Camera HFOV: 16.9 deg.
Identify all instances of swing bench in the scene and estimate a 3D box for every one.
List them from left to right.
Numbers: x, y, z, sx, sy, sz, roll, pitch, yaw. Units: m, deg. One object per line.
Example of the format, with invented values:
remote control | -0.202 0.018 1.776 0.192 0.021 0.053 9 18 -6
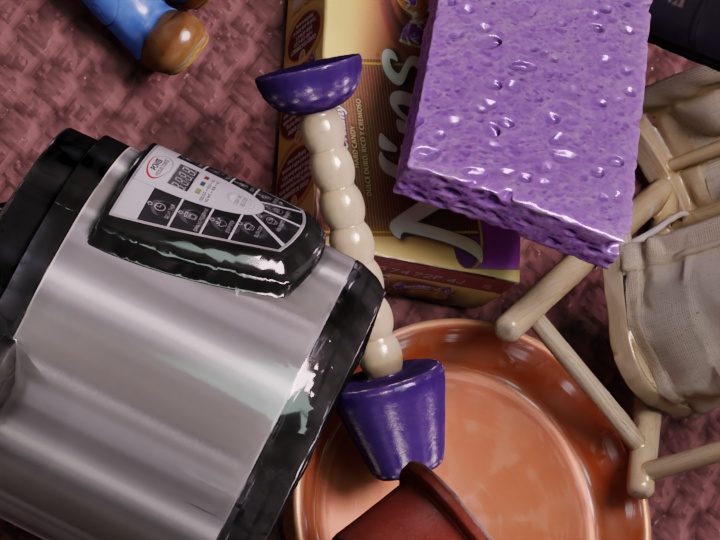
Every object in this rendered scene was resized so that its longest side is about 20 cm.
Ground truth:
swing bench | 0.204 -0.017 1.200 0.130 0.199 0.200 50 44 -23

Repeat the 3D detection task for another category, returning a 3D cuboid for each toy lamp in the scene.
toy lamp | 0.000 0.000 1.141 0.058 0.058 0.200 -17 100 -30

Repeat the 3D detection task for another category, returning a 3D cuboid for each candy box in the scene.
candy box | 0.021 -0.089 1.234 0.117 0.056 0.200 11 69 -23

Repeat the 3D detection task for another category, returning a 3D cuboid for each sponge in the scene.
sponge | 0.084 -0.100 1.179 0.111 0.030 0.200 18 52 -9

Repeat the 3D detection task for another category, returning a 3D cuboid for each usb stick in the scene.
usb stick | 0.166 -0.139 1.244 0.033 0.200 0.056 14 100 -25

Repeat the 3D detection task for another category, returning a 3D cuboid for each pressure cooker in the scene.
pressure cooker | -0.110 0.037 1.051 0.200 0.176 0.179 26 66 0

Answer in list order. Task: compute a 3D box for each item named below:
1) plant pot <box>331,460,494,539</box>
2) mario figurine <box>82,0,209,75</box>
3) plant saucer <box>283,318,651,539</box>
plant pot | -0.007 0.217 1.042 0.195 0.201 0.201 -31 90 -9
mario figurine | -0.144 -0.178 1.144 0.200 0.106 0.124 34 28 -23
plant saucer | 0.052 0.124 1.199 0.200 0.032 0.201 9 70 -25
